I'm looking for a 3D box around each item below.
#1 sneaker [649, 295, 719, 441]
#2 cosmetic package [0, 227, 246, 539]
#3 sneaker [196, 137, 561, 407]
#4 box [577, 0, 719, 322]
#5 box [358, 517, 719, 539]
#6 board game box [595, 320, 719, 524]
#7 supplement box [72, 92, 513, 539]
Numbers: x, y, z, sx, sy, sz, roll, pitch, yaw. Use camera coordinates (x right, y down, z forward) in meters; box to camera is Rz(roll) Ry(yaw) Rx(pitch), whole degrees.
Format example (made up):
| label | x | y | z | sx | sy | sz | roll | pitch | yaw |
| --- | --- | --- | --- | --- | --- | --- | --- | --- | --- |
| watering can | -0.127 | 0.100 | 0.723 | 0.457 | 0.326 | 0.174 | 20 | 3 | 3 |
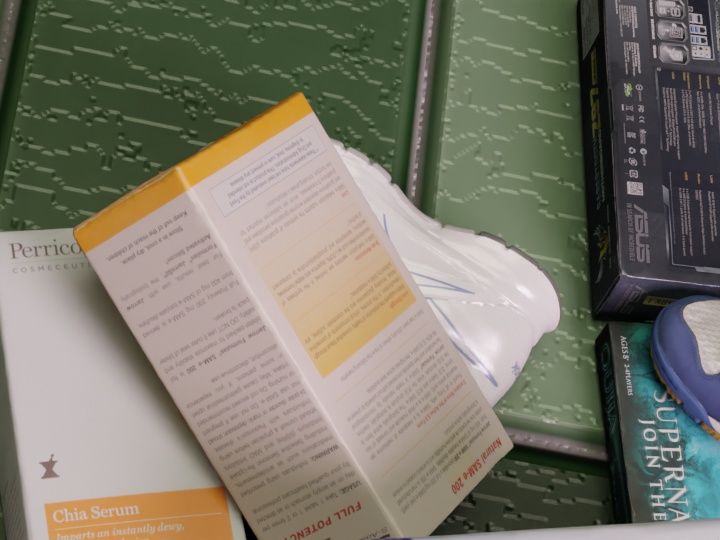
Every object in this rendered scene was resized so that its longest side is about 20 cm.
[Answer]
| label | x | y | z | sx | sy | sz | roll | pitch | yaw |
| --- | --- | --- | --- | --- | --- | --- | --- | --- | --- |
| sneaker | 0.230 | 0.060 | 1.183 | 0.200 | 0.088 | 0.075 | 34 | 60 | 21 |
| cosmetic package | -0.115 | 0.083 | 1.142 | 0.101 | 0.071 | 0.201 | -5 | 65 | -16 |
| sneaker | 0.000 | 0.000 | 1.215 | 0.199 | 0.075 | 0.087 | 28 | 65 | 1 |
| box | 0.199 | -0.065 | 1.308 | 0.157 | 0.051 | 0.201 | 5 | 62 | -11 |
| box | 0.100 | 0.185 | 1.053 | 0.199 | 0.184 | 0.105 | -4 | 64 | 4 |
| board game box | 0.193 | 0.123 | 1.225 | 0.134 | 0.028 | 0.201 | 2 | 64 | -13 |
| supplement box | -0.028 | 0.034 | 1.127 | 0.201 | 0.073 | 0.126 | 59 | 32 | -3 |
